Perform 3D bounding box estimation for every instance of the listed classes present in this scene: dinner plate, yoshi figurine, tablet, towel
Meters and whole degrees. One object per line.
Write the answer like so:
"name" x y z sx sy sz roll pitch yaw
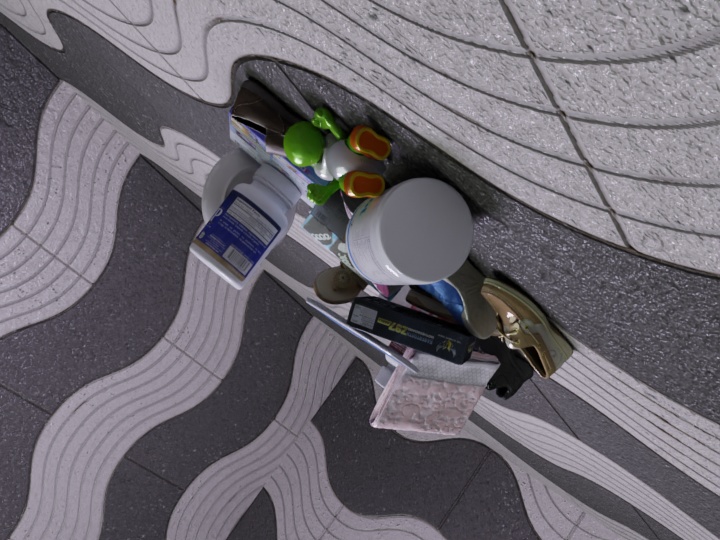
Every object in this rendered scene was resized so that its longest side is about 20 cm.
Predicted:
"dinner plate" -0.200 -0.126 1.461 0.200 0.202 0.024 44 165 -33
"yoshi figurine" -0.044 -0.156 1.056 0.113 0.112 0.199 60 164 -25
"tablet" 0.004 0.109 1.330 0.198 0.014 0.130 29 174 31
"towel" 0.136 0.221 1.427 0.196 0.194 0.032 12 -150 -27

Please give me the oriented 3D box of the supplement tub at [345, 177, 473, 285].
"supplement tub" 0.059 -0.047 1.051 0.131 0.133 0.200 39 170 -9

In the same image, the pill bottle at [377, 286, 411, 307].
"pill bottle" 0.123 0.122 1.661 0.200 0.114 0.112 45 168 -32

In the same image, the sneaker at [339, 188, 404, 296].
"sneaker" 0.026 -0.065 1.198 0.086 0.079 0.204 -120 12 -81

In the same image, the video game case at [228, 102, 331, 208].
"video game case" -0.136 -0.200 1.344 0.199 0.046 0.181 40 172 -5

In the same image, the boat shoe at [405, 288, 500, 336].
"boat shoe" 0.168 0.056 1.316 0.196 0.066 0.072 21 180 -23

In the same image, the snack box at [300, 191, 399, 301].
"snack box" -0.001 -0.048 1.358 0.199 0.037 0.117 40 -146 -6

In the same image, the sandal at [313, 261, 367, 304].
"sandal" -0.004 -0.004 1.416 0.078 0.070 0.210 43 -150 20

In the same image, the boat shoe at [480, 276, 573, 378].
"boat shoe" 0.245 0.090 1.183 0.200 0.067 0.074 43 169 -22

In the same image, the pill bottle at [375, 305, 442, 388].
"pill bottle" 0.114 0.144 1.484 0.108 0.203 0.110 31 178 1

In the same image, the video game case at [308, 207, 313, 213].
"video game case" -0.009 -0.069 1.545 0.181 0.024 0.200 41 170 -14

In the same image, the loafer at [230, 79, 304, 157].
"loafer" -0.116 -0.199 1.190 0.199 0.071 0.073 38 171 2

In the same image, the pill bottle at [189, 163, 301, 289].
"pill bottle" -0.197 -0.081 1.383 0.119 0.202 0.120 36 171 7

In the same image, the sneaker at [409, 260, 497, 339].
"sneaker" 0.136 0.022 1.238 0.200 0.077 0.110 49 161 -30

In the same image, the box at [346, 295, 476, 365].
"box" 0.089 0.095 1.288 0.196 0.052 0.157 19 -176 13

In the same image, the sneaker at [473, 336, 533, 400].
"sneaker" 0.250 0.173 1.482 0.200 0.091 0.076 45 169 -28
